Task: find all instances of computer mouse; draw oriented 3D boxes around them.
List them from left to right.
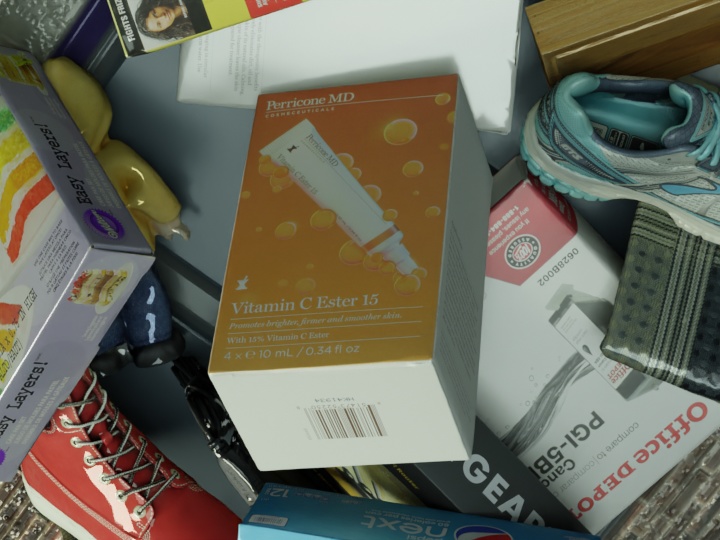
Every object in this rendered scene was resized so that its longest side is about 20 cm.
[{"bbox_3d":[-0.048,0.139,1.195,0.046,0.140,0.200,-31,103,-5],"label":"computer mouse"}]

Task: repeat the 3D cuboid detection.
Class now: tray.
[{"bbox_3d":[0.202,-0.153,1.126,0.199,0.099,0.037,-18,69,6],"label":"tray"}]

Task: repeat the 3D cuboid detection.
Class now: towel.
[{"bbox_3d":[0.253,-0.005,1.154,0.192,0.035,0.200,19,69,-1],"label":"towel"}]

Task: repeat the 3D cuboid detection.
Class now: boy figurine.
[{"bbox_3d":[-0.173,-0.033,1.187,0.124,0.064,0.201,-15,103,6],"label":"boy figurine"}]

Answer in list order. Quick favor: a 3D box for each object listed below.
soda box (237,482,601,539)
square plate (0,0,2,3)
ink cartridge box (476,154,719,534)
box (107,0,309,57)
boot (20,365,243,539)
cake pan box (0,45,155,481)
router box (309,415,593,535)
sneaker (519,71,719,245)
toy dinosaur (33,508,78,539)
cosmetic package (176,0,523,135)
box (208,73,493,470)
[{"bbox_3d":[0.032,0.177,1.082,0.199,0.064,0.068,8,107,10],"label":"soda box"},{"bbox_3d":[-0.251,-0.111,1.097,0.028,0.200,0.198,29,104,-17],"label":"square plate"},{"bbox_3d":[0.116,0.053,1.192,0.147,0.083,0.200,-43,99,11],"label":"ink cartridge box"},{"bbox_3d":[-0.044,-0.181,1.057,0.199,0.050,0.075,-15,100,14],"label":"box"},{"bbox_3d":[-0.140,0.120,1.156,0.200,0.072,0.145,26,143,28],"label":"boot"},{"bbox_3d":[-0.219,-0.002,1.126,0.052,0.184,0.200,7,130,-42],"label":"cake pan box"},{"bbox_3d":[0.041,0.131,1.178,0.200,0.157,0.052,46,68,-9],"label":"router box"},{"bbox_3d":[0.195,-0.067,1.102,0.199,0.086,0.078,9,69,-3],"label":"sneaker"},{"bbox_3d":[-0.151,0.239,1.253,0.200,0.077,0.102,41,95,-12],"label":"toy dinosaur"},{"bbox_3d":[-0.005,-0.147,1.141,0.199,0.085,0.108,6,105,-1],"label":"cosmetic package"},{"bbox_3d":[0.000,0.000,1.066,0.124,0.200,0.098,-5,141,15],"label":"box"}]
